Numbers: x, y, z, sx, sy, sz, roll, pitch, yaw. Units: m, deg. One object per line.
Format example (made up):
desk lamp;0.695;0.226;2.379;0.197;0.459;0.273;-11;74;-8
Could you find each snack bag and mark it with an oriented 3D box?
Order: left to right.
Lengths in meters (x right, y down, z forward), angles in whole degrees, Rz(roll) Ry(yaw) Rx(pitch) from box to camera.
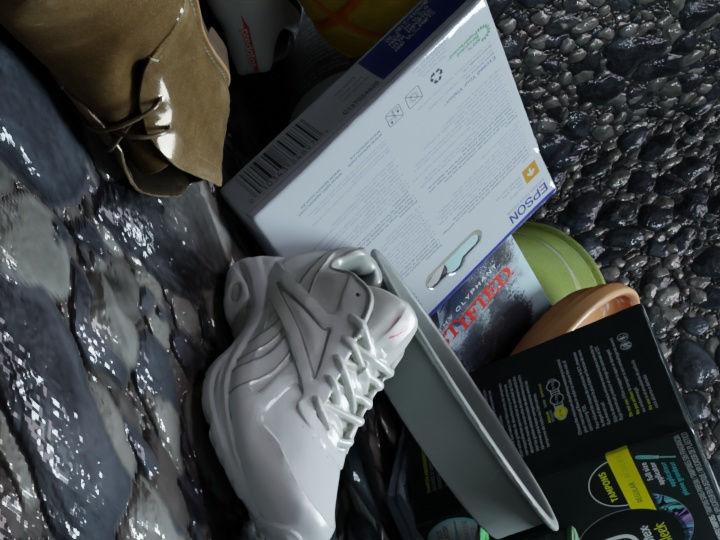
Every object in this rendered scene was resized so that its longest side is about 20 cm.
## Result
snack bag;0.070;0.223;0.880;0.189;0.021;0.201;-62;132;-75

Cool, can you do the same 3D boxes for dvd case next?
dvd case;0.076;0.037;0.869;0.022;0.146;0.200;33;-13;42

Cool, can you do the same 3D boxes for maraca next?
maraca;0.008;-0.196;0.729;0.200;0.136;0.108;25;81;-56

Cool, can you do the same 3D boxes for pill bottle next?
pill bottle;-0.005;-0.130;0.853;0.201;0.113;0.114;-103;167;-44

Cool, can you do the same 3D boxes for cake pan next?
cake pan;0.050;0.079;0.680;0.201;0.037;0.200;55;4;-6

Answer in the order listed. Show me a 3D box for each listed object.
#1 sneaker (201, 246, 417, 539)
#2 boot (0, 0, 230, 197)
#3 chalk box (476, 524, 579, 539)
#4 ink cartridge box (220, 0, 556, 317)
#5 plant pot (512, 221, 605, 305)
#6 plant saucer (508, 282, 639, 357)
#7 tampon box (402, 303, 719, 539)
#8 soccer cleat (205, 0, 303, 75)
sneaker;-0.019;0.047;0.552;0.201;0.099;0.078;-96;161;-51
boot;-0.099;-0.084;0.490;0.200;0.073;0.076;34;48;-75
chalk box;0.099;0.253;0.719;0.124;0.123;0.201;-47;116;-76
ink cartridge box;0.029;-0.054;0.735;0.041;0.200;0.200;39;-11;39
plant pot;0.114;0.041;1.045;0.190;0.199;0.202;11;59;-62
plant saucer;0.166;0.092;0.959;0.037;0.201;0.200;37;-6;28
tampon box;0.150;0.150;0.821;0.150;0.199;0.127;57;16;-34
soccer cleat;-0.072;-0.199;0.820;0.200;0.068;0.086;-81;163;-68
